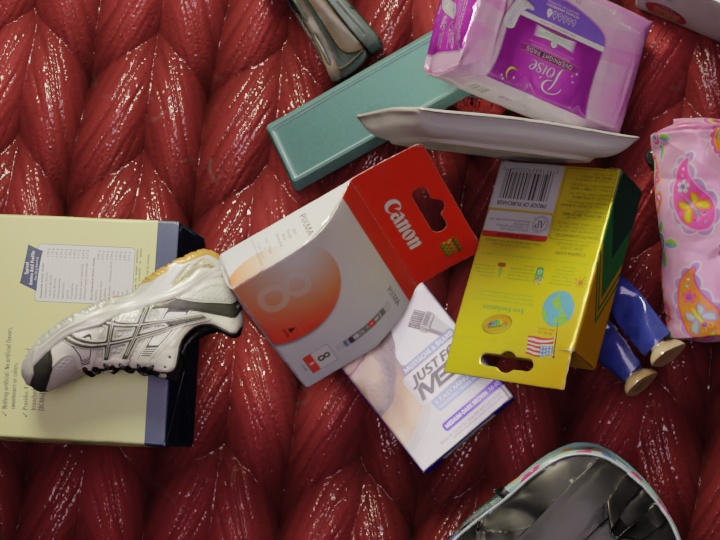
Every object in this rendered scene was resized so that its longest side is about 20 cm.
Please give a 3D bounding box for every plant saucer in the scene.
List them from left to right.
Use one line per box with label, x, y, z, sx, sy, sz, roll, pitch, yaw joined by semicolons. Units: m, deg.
plant saucer;0.006;-0.150;1.711;0.199;0.019;0.070;-28;82;17

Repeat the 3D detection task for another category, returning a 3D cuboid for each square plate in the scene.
square plate;0.113;-0.115;1.594;0.196;0.200;0.029;7;92;-15

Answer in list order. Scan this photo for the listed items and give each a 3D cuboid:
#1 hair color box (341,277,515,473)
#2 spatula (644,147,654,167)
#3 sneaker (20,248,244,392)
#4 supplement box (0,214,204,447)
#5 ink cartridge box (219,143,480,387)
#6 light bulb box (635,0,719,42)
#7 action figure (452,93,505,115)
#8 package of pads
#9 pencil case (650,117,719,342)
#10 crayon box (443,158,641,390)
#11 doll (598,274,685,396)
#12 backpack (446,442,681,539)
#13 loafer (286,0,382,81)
hair color box;0.038;0.072;1.687;0.109;0.065;0.200;-40;81;2
spatula;0.357;-0.087;1.686;0.198;0.021;0.057;11;92;11
sneaker;-0.191;0.063;1.570;0.199;0.076;0.088;-29;83;2
supplement box;-0.255;0.057;1.682;0.197;0.134;0.203;3;84;6
ink cartridge box;0.000;0.000;1.589;0.199;0.163;0.050;-28;47;6
light bulb box;0.374;-0.302;1.653;0.197;0.125;0.202;24;87;7
action figure;0.120;-0.214;1.710;0.065;0.052;0.202;14;89;15
package of pads;0.159;-0.198;1.649;0.198;0.075;0.122;19;83;-29
pencil case;0.305;-0.037;1.647;0.086;0.087;0.203;-6;92;5
crayon box;0.158;0.008;1.611;0.126;0.051;0.202;7;73;36
doll;0.198;0.019;1.664;0.201;0.048;0.137;53;125;21
backpack;0.180;0.253;1.611;0.200;0.151;0.178;-44;85;8
loafer;-0.065;-0.264;1.726;0.063;0.072;0.200;-43;84;7
